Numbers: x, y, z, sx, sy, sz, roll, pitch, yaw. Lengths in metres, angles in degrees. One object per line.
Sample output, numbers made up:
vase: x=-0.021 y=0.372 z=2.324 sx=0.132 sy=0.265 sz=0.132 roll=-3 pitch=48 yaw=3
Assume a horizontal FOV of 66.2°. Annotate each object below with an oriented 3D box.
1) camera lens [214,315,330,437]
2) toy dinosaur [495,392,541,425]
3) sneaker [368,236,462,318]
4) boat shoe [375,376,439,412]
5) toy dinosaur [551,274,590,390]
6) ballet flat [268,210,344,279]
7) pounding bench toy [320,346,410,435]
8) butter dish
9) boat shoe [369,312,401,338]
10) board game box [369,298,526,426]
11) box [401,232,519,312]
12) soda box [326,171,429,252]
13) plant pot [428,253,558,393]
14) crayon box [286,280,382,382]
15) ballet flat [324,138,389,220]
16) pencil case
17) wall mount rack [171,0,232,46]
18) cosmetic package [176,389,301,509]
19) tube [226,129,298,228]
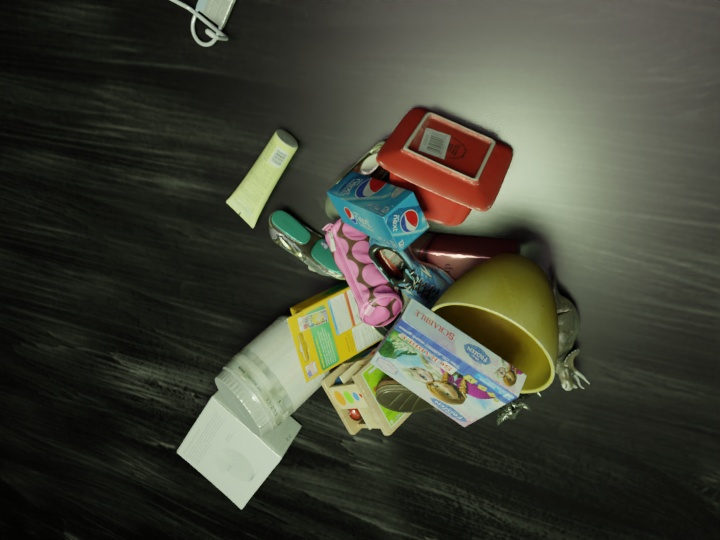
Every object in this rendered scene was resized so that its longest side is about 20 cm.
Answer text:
camera lens: x=-0.167 y=0.203 z=1.094 sx=0.159 sy=0.199 sz=0.162 roll=36 pitch=150 yaw=25
toy dinosaur: x=0.254 y=0.191 z=1.001 sx=0.101 sy=0.200 sz=0.138 roll=-30 pitch=91 yaw=-18
sneaker: x=0.083 y=0.019 z=0.901 sx=0.199 sy=0.090 sz=0.079 roll=40 pitch=115 yaw=0
boat shoe: x=0.108 y=0.211 z=1.000 sx=0.195 sy=0.069 sz=0.072 roll=12 pitch=135 yaw=-28
toy dinosaur: x=0.348 y=0.104 z=0.981 sx=0.099 sy=0.077 sz=0.207 roll=0 pitch=98 yaw=0
ballet flat: x=-0.099 y=-0.040 z=1.086 sx=0.198 sy=0.072 sz=0.073 roll=37 pitch=116 yaw=4
pounding bench toy: x=0.047 y=0.209 z=1.089 sx=0.126 sy=0.198 sz=0.155 roll=58 pitch=146 yaw=-5
butter dish: x=0.129 y=-0.148 z=0.919 sx=0.195 sy=0.202 sz=0.150 roll=25 pitch=138 yaw=8
boat shoe: x=0.108 y=0.108 z=1.022 sx=0.195 sy=0.076 sz=0.066 roll=28 pitch=142 yaw=-11
board game box: x=0.124 y=0.152 z=0.858 sx=0.197 sy=0.042 sz=0.201 roll=33 pitch=151 yaw=5
box: x=0.176 y=0.014 z=0.978 sx=0.194 sy=0.109 sz=0.132 roll=6 pitch=110 yaw=16
soda box: x=0.023 y=-0.100 z=0.887 sx=0.064 sy=0.199 sz=0.069 roll=-39 pitch=122 yaw=-12
plant pot: x=0.213 y=0.062 z=0.825 sx=0.196 sy=0.143 sz=0.202 roll=26 pitch=150 yaw=16
crayon box: x=-0.051 y=0.105 z=1.043 sx=0.051 sy=0.197 sz=0.129 roll=5 pitch=115 yaw=54
ballet flat: x=-0.006 y=-0.164 z=1.004 sx=0.199 sy=0.064 sz=0.068 roll=-41 pitch=87 yaw=26
pencil case: x=0.000 y=0.000 z=0.994 sx=0.090 sy=0.093 sz=0.203 roll=-40 pitch=58 yaw=20
wall mount rack: x=-0.286 y=-0.513 z=0.976 sx=0.172 sy=0.075 sz=0.202 roll=36 pitch=115 yaw=4
cosmetic package: x=-0.274 y=0.380 z=1.248 sx=0.199 sy=0.123 sz=0.201 roll=39 pitch=116 yaw=1
tube: x=-0.192 y=-0.180 z=1.075 sx=0.201 sy=0.051 sz=0.059 roll=-51 pitch=47 yaw=29
